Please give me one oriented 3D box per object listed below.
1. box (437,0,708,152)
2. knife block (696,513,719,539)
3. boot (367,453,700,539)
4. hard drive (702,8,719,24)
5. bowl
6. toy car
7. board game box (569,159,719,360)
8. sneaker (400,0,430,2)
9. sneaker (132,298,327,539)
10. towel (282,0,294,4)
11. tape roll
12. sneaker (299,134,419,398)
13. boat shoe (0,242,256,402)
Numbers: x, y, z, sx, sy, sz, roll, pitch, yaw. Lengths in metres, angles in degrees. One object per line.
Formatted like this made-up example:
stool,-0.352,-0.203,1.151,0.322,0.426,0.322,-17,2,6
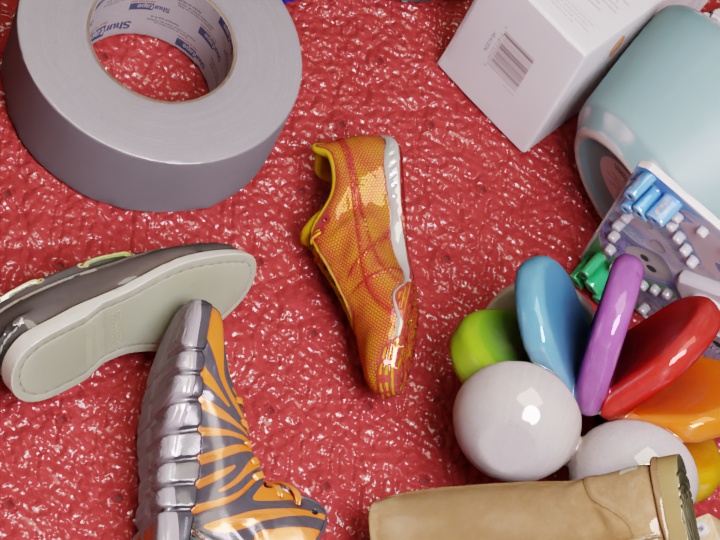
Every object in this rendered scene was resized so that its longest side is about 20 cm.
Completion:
box,0.171,-0.198,1.699,0.098,0.125,0.200,46,55,12
knife block,0.222,0.223,1.504,0.175,0.199,0.064,36,32,-57
boot,0.115,0.209,1.411,0.199,0.066,0.176,-13,72,16
hard drive,0.370,-0.156,1.804,0.199,0.038,0.140,-13,65,-28
bowl,0.224,-0.073,1.620,0.105,0.201,0.201,-32,73,-12
toy car,0.160,0.063,1.492,0.199,0.151,0.175,26,31,0
board game box,0.235,0.032,1.540,0.200,0.200,0.026,41,72,7
sneaker,0.069,-0.250,1.739,0.199,0.072,0.072,-13,27,-19
sneaker,-0.079,0.121,1.441,0.111,0.078,0.202,11,69,-20
towel,-0.086,-0.291,1.711,0.147,0.050,0.201,17,53,-6
tape roll,-0.143,-0.140,1.580,0.199,0.066,0.202,9,57,-14
sneaker,0.000,0.000,1.558,0.077,0.073,0.201,-7,56,1
boat shoe,-0.156,0.019,1.472,0.200,0.072,0.060,-22,46,-38
